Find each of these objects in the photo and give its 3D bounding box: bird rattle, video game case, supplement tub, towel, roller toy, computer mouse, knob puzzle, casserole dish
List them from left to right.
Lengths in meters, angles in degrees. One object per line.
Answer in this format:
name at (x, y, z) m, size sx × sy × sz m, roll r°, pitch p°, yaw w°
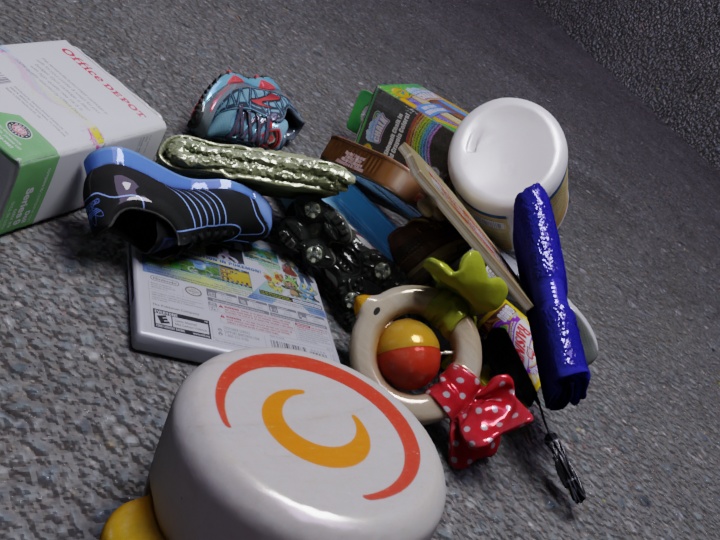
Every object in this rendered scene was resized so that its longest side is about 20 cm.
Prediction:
video game case at (-0.121, 0.023, 0.786) m, size 0.197 × 0.022 × 0.184 m, roll 16°, pitch 33°, yaw -29°
towel at (-0.111, -0.101, 0.860) m, size 0.196 × 0.037 × 0.148 m, roll 5°, pitch -2°, yaw -16°
roller toy at (-0.048, 0.154, 0.536) m, size 0.180 × 0.142 × 0.200 m, roll 25°, pitch 22°, yaw 5°
casserole dish at (-0.020, -0.055, 0.995) m, size 0.200 × 0.039 × 0.120 m, roll 46°, pitch 30°, yaw 19°
bird rattle at (0.069, 0.085, 0.799) m, size 0.159 × 0.205 × 0.113 m, roll -3°, pitch -4°, yaw -6°
knob puzzle at (0.099, -0.050, 0.882) m, size 0.220 × 0.030 × 0.220 m, roll 48°, pitch 11°, yaw -13°
supplement tub at (0.191, -0.110, 1.066) m, size 0.145 × 0.144 × 0.200 m, roll 46°, pitch -2°, yaw 22°
computer mouse at (0.173, 0.145, 0.858) m, size 0.059 × 0.034 × 0.202 m, roll 53°, pitch 12°, yaw -54°
towel at (0.196, 0.030, 0.857) m, size 0.148 × 0.048 × 0.204 m, roll 69°, pitch 13°, yaw -68°

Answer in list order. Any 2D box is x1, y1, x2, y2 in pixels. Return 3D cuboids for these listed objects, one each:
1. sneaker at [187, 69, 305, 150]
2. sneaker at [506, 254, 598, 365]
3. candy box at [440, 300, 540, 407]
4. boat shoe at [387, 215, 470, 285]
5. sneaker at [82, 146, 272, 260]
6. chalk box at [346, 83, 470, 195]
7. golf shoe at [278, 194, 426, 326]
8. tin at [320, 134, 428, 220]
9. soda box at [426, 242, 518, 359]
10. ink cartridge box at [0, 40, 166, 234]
sneaker at (-0.131, -0.191, 1.043) m, size 0.095 × 0.080 × 0.199 m, roll 41°, pitch 29°, yaw 10°
sneaker at (0.235, 0.040, 1.087) m, size 0.200 × 0.071 × 0.080 m, roll 46°, pitch 28°, yaw 22°
candy box at (0.168, 0.100, 0.969) m, size 0.102 × 0.027 × 0.199 m, roll 43°, pitch 30°, yaw 8°
boat shoe at (0.080, -0.033, 0.949) m, size 0.068 × 0.072 × 0.200 m, roll 51°, pitch 20°, yaw 4°
sneaker at (-0.161, -0.044, 0.766) m, size 0.198 × 0.070 × 0.079 m, roll 15°, pitch 54°, yaw -41°
chalk box at (0.072, -0.182, 1.180) m, size 0.199 × 0.126 × 0.123 m, roll 36°, pitch 28°, yaw 21°
golf shoe at (0.000, 0.000, 0.881) m, size 0.201 × 0.077 × 0.088 m, roll 50°, pitch 8°, yaw -2°
tin at (0.025, -0.111, 1.045) m, size 0.111 × 0.042 × 0.199 m, roll 32°, pitch -1°, yaw -41°
soda box at (0.124, 0.027, 0.988) m, size 0.063 × 0.069 × 0.200 m, roll 40°, pitch 29°, yaw 9°
ink cartridge box at (-0.296, -0.128, 0.762) m, size 0.145 × 0.088 × 0.200 m, roll 39°, pitch 30°, yaw 8°
